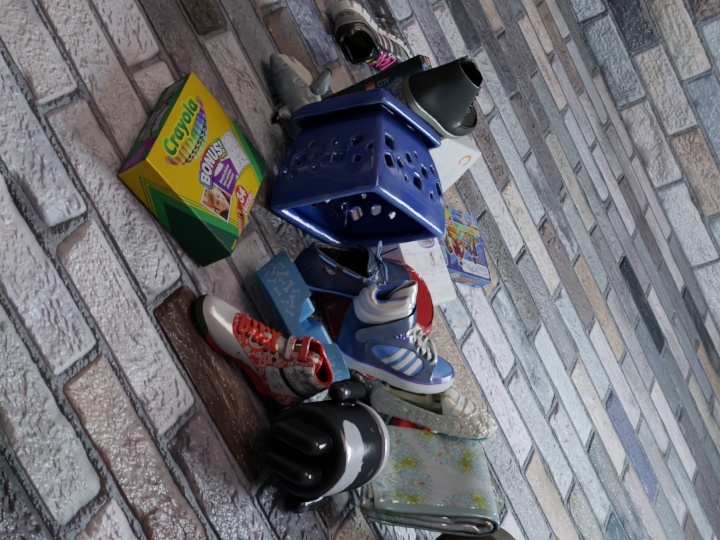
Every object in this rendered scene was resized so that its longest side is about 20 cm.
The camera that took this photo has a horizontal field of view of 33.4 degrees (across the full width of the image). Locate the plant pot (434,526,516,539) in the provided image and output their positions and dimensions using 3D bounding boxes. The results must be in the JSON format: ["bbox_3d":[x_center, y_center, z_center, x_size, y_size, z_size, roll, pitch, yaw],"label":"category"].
[{"bbox_3d":[0.119,0.458,1.658,0.173,0.200,0.201,1,70,-42],"label":"plant pot"}]

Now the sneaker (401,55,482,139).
[{"bbox_3d":[0.156,-0.261,1.830,0.200,0.106,0.075,14,60,-58],"label":"sneaker"}]

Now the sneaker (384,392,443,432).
[{"bbox_3d":[0.088,0.231,1.832,0.077,0.085,0.200,51,33,-27],"label":"sneaker"}]

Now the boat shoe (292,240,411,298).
[{"bbox_3d":[0.000,0.000,1.710,0.200,0.069,0.084,1,45,-42],"label":"boat shoe"}]

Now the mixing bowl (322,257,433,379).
[{"bbox_3d":[0.044,0.059,1.848,0.200,0.108,0.201,38,42,-44],"label":"mixing bowl"}]

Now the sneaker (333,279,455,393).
[{"bbox_3d":[0.071,0.087,1.705,0.199,0.147,0.081,18,29,-19],"label":"sneaker"}]

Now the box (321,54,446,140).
[{"bbox_3d":[0.038,-0.246,1.941,0.038,0.200,0.137,0,72,-62],"label":"box"}]

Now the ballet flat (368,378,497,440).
[{"bbox_3d":[0.105,0.198,1.773,0.072,0.199,0.072,12,90,-73],"label":"ballet flat"}]

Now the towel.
[{"bbox_3d":[0.092,0.293,1.701,0.199,0.048,0.171,11,35,-12],"label":"towel"}]

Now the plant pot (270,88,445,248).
[{"bbox_3d":[0.003,-0.152,1.788,0.200,0.199,0.180,28,61,-50],"label":"plant pot"}]

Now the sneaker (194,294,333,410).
[{"bbox_3d":[-0.118,0.092,1.551,0.202,0.108,0.067,53,33,-26],"label":"sneaker"}]

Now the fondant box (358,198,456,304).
[{"bbox_3d":[0.079,-0.032,2.018,0.144,0.058,0.201,-8,79,-60],"label":"fondant box"}]

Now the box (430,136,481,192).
[{"bbox_3d":[0.097,-0.211,2.072,0.200,0.124,0.098,14,37,-57],"label":"box"}]

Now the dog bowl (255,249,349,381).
[{"bbox_3d":[-0.081,0.071,1.641,0.200,0.049,0.111,63,-9,-10],"label":"dog bowl"}]

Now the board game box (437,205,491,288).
[{"bbox_3d":[0.166,-0.049,2.198,0.200,0.034,0.136,17,57,-54],"label":"board game box"}]

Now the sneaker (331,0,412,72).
[{"bbox_3d":[0.020,-0.391,2.141,0.200,0.074,0.088,39,40,-34],"label":"sneaker"}]

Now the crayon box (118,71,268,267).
[{"bbox_3d":[-0.215,-0.135,1.585,0.173,0.058,0.200,51,33,-29],"label":"crayon box"}]

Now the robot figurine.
[{"bbox_3d":[-0.045,0.230,1.565,0.200,0.150,0.125,5,55,-62],"label":"robot figurine"}]

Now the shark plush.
[{"bbox_3d":[-0.108,-0.235,1.867,0.083,0.091,0.201,9,83,-36],"label":"shark plush"}]
